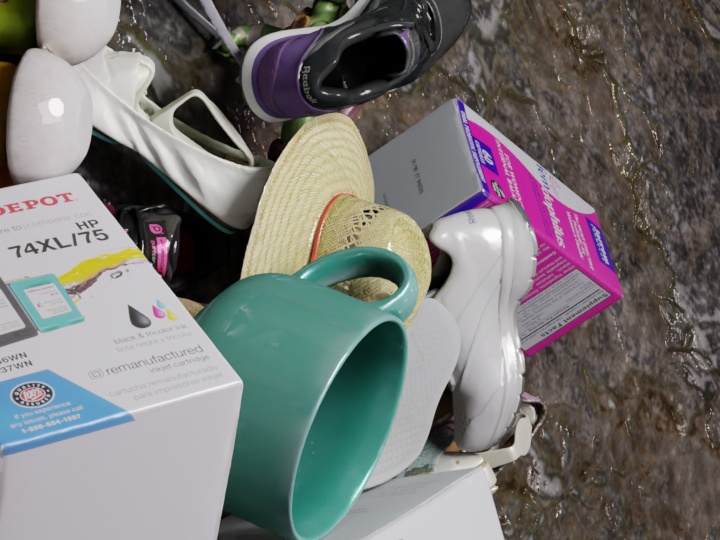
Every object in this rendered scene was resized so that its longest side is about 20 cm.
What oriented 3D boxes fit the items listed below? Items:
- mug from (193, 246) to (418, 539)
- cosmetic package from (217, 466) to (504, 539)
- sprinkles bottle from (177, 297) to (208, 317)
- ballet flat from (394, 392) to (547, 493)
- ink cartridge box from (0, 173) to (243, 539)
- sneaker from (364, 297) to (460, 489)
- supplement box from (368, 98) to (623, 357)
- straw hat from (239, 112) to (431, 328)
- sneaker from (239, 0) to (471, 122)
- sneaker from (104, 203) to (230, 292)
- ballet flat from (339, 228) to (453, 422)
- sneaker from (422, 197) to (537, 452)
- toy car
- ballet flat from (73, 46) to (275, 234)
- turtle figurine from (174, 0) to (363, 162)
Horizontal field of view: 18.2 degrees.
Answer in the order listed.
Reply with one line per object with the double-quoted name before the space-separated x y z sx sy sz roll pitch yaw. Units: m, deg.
"mug" -0.048 0.073 1.414 0.185 0.114 0.153 -37 143 -56
"cosmetic package" -0.033 0.225 1.480 0.200 0.199 0.124 -26 101 -50
"sprinkles bottle" -0.113 0.053 1.490 0.200 0.068 0.069 20 65 -65
"ballet flat" 0.086 0.149 1.751 0.200 0.071 0.069 -43 119 -47
"ink cartridge box" -0.183 0.070 1.250 0.146 0.200 0.147 -14 134 -31
"sneaker" -0.002 0.103 1.587 0.071 0.099 0.200 49 39 -12
"supplement box" 0.104 -0.030 1.773 0.200 0.103 0.102 35 30 -43
"straw hat" 0.000 0.000 1.516 0.201 0.085 0.202 -39 136 -53
"sneaker" 0.020 -0.147 1.511 0.200 0.087 0.076 -31 112 -37
"sneaker" -0.163 -0.018 1.469 0.200 0.083 0.077 -8 87 -52
"ballet flat" 0.012 0.045 1.703 0.072 0.068 0.200 -47 124 -25
"sneaker" 0.078 0.042 1.680 0.087 0.075 0.201 -4 110 -15
"toy car" -0.236 -0.117 1.365 0.150 0.174 0.201 81 17 -64
"ballet flat" -0.139 -0.104 1.491 0.200 0.069 0.070 36 52 -14
"turtle figurine" -0.076 -0.124 1.583 0.199 0.144 0.195 -7 103 -39
